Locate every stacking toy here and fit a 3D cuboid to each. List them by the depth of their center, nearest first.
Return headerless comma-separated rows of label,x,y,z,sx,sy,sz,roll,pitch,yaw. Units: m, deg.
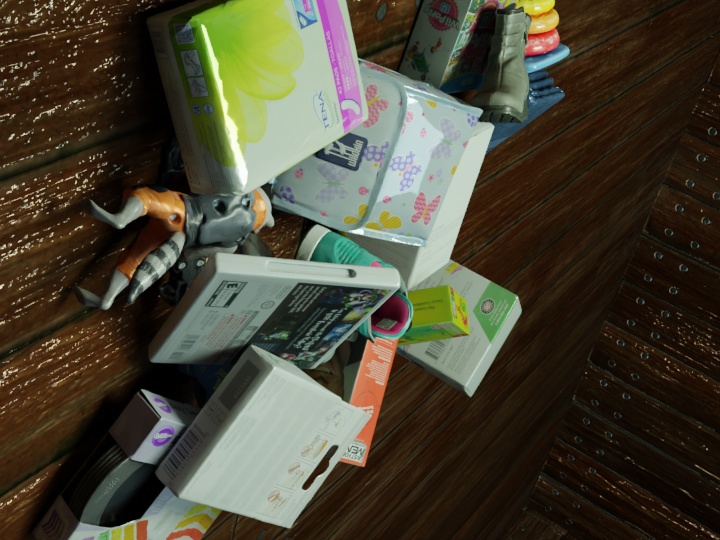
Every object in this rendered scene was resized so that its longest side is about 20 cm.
stacking toy,0.204,-0.360,1.330,0.110,0.116,0.201,-32,131,-42

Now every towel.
towel,0.166,-0.190,1.384,0.200,0.049,0.111,-35,173,35

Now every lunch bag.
lunch bag,0.005,-0.127,1.098,0.199,0.127,0.170,13,106,-39

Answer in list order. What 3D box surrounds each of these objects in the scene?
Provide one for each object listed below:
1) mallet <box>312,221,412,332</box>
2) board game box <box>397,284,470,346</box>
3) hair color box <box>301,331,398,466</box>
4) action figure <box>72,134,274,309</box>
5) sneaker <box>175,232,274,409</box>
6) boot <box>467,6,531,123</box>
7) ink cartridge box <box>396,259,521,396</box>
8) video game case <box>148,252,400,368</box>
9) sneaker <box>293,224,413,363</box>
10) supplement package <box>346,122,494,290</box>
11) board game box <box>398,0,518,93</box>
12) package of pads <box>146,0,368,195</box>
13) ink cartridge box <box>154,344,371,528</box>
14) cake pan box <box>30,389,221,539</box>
mallet,0.000,0.000,1.183,0.041,0.201,0.066,-16,148,-25
board game box,0.029,0.066,1.318,0.102,0.199,0.048,34,47,-68
hair color box,-0.023,0.116,1.220,0.061,0.101,0.201,26,76,-50
action figure,-0.155,-0.020,0.927,0.193,0.104,0.201,-28,139,-38
sneaker,-0.138,0.064,1.098,0.105,0.076,0.201,-12,111,-33
boot,0.159,-0.237,1.199,0.200,0.067,0.132,-38,131,-72
ink cartridge box,0.102,0.060,1.457,0.146,0.199,0.088,-59,162,-7
video game case,-0.086,0.044,0.995,0.181,0.023,0.200,5,150,-27
sneaker,-0.006,0.047,1.110,0.084,0.120,0.201,-53,158,-35
supplement package,0.064,-0.100,1.284,0.117,0.117,0.201,-31,144,-53
board game box,0.132,-0.317,1.246,0.147,0.064,0.201,-22,138,-57
package of pads,-0.080,-0.164,0.891,0.200,0.068,0.155,-37,124,-45
ink cartridge box,-0.094,0.177,1.085,0.161,0.050,0.200,-53,145,2
cake pan box,-0.213,0.224,1.082,0.185,0.052,0.200,-53,145,2
